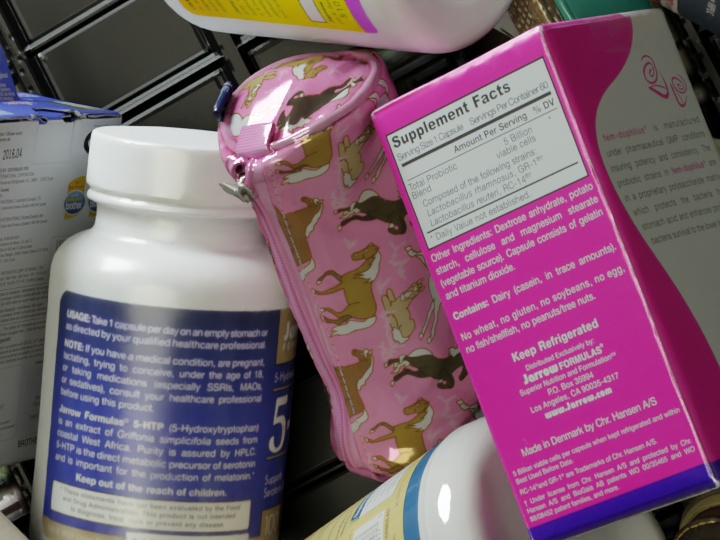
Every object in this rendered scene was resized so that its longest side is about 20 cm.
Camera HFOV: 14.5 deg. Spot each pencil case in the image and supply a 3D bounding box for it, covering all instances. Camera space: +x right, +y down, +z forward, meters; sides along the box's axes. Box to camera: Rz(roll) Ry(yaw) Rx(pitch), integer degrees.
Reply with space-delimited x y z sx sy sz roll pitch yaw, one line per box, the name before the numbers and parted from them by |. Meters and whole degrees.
pencil case | 0.000 0.000 1.264 0.086 0.083 0.200 -18 122 6

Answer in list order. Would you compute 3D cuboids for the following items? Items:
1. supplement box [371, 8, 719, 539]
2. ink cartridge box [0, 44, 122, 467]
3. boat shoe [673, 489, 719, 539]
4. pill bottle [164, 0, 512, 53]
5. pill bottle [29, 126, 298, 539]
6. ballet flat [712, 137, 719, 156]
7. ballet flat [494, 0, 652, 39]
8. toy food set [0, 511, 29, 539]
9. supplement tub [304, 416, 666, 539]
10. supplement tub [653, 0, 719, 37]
supplement box | 0.101 0.001 1.193 0.103 0.101 0.201 -23 84 37
ink cartridge box | -0.180 -0.012 1.331 0.076 0.136 0.201 12 99 22
boat shoe | 0.216 0.173 1.222 0.200 0.068 0.072 35 127 3
pill bottle | -0.028 -0.155 1.260 0.200 0.104 0.105 10 99 43
pill bottle | -0.089 0.037 1.317 0.119 0.120 0.201 8 98 17
ballet flat | 0.178 -0.026 1.250 0.199 0.069 0.070 2 96 21
ballet flat | 0.072 -0.151 1.286 0.065 0.070 0.201 -32 82 44
toy food set | -0.152 0.181 1.323 0.143 0.200 0.060 43 76 9
supplement tub | 0.030 0.168 1.261 0.200 0.145 0.145 -38 84 36
supplement tub | 0.217 -0.143 1.192 0.200 0.140 0.141 30 103 13
